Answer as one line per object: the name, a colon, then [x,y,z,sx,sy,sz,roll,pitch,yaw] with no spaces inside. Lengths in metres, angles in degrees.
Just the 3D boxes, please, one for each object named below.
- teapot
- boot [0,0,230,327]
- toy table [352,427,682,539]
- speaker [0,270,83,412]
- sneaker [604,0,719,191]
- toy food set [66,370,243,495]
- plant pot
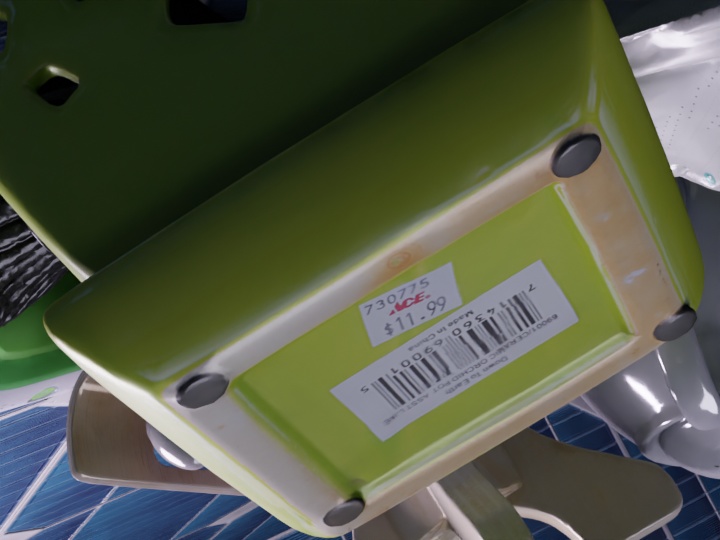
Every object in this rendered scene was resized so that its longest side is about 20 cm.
teapot: [0.179,0.033,0.780,0.198,0.147,0.198,0,155,-18]
boot: [-0.093,-0.033,0.740,0.157,0.080,0.211,-37,156,11]
toy table: [0.041,0.106,0.769,0.183,0.118,0.200,-33,158,3]
speaker: [-0.151,0.017,0.811,0.199,0.089,0.088,-15,163,-45]
sneaker: [0.115,-0.064,0.665,0.199,0.089,0.075,-12,-147,49]
toy food set: [-0.023,0.035,0.751,0.143,0.061,0.200,12,134,-43]
plant pot: [-0.008,-0.040,0.532,0.199,0.182,0.199,-31,147,5]
